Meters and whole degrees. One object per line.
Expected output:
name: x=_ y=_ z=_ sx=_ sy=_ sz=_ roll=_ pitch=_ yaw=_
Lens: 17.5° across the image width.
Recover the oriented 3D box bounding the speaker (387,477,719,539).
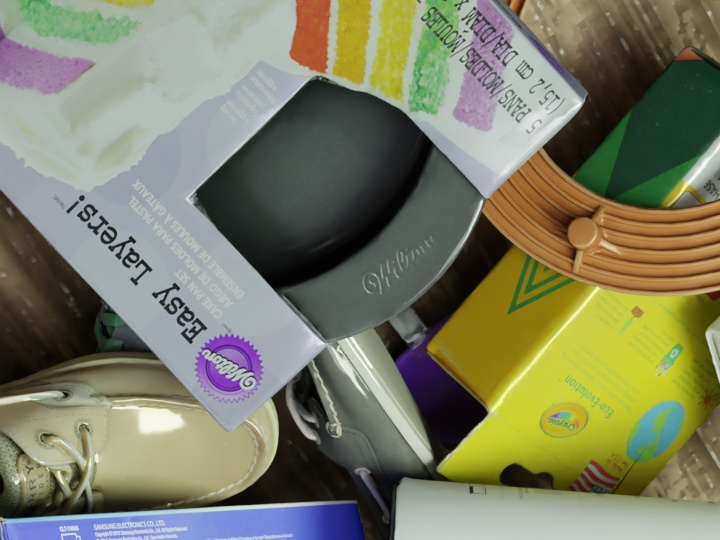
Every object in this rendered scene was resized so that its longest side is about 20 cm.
speaker: x=0.109 y=0.128 z=0.924 sx=0.199 sy=0.081 sz=0.081 roll=4 pitch=107 yaw=0

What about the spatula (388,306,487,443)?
spatula: x=0.000 y=0.000 z=0.995 sx=0.056 sy=0.021 sz=0.200 roll=-41 pitch=109 yaw=6

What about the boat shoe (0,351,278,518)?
boat shoe: x=-0.127 y=0.076 z=0.888 sx=0.199 sy=0.065 sz=0.072 roll=-1 pitch=110 yaw=-12

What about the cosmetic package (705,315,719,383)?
cosmetic package: x=0.248 y=0.011 z=0.981 sx=0.200 sy=0.087 sz=0.104 roll=-43 pitch=131 yaw=-23

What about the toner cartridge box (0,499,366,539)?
toner cartridge box: x=-0.093 y=0.124 z=0.907 sx=0.200 sy=0.095 sz=0.043 roll=4 pitch=69 yaw=-52

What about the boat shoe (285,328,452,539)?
boat shoe: x=0.004 y=0.078 z=0.977 sx=0.057 sy=0.067 sz=0.200 roll=-28 pitch=133 yaw=6

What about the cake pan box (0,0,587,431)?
cake pan box: x=-0.043 y=-0.067 z=0.861 sx=0.184 sy=0.052 sz=0.200 roll=-42 pitch=91 yaw=12

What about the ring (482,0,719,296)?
ring: x=0.123 y=-0.089 z=0.930 sx=0.200 sy=0.019 sz=0.201 roll=-4 pitch=77 yaw=18

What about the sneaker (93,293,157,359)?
sneaker: x=-0.090 y=0.013 z=0.943 sx=0.087 sy=0.074 sz=0.200 roll=15 pitch=104 yaw=-25

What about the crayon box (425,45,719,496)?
crayon box: x=0.114 y=0.018 z=0.989 sx=0.200 sy=0.051 sz=0.127 roll=-49 pitch=138 yaw=2
